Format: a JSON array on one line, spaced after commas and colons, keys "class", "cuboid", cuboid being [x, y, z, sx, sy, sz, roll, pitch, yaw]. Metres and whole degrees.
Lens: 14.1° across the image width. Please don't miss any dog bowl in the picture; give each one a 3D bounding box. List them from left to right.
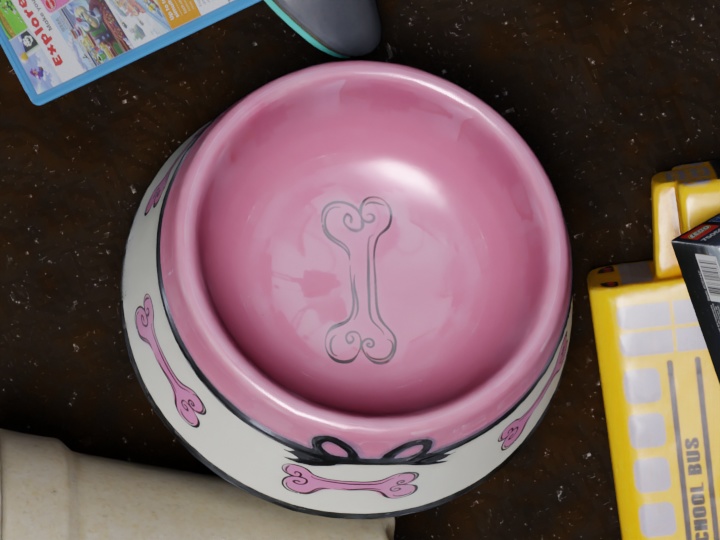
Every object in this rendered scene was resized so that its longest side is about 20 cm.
[{"class": "dog bowl", "cuboid": [0.000, 0.000, 1.234, 0.200, 0.074, 0.200, 3, 71, -9]}]

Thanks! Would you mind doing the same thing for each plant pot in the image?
[{"class": "plant pot", "cuboid": [-0.078, 0.165, 1.264, 0.183, 0.200, 0.201, 3, 100, -9]}]

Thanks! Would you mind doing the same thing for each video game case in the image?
[{"class": "video game case", "cuboid": [-0.099, -0.167, 1.232, 0.200, 0.018, 0.143, -21, 100, 36]}]

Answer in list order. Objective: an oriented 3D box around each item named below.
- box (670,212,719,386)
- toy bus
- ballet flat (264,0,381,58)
[{"class": "box", "cuboid": [0.225, 0.049, 1.254, 0.137, 0.040, 0.200, -27, 107, -24]}, {"class": "toy bus", "cuboid": [0.147, 0.056, 1.289, 0.078, 0.065, 0.200, -8, 100, 5]}, {"class": "ballet flat", "cuboid": [-0.048, -0.180, 1.247, 0.073, 0.073, 0.200, -41, 94, 8]}]
